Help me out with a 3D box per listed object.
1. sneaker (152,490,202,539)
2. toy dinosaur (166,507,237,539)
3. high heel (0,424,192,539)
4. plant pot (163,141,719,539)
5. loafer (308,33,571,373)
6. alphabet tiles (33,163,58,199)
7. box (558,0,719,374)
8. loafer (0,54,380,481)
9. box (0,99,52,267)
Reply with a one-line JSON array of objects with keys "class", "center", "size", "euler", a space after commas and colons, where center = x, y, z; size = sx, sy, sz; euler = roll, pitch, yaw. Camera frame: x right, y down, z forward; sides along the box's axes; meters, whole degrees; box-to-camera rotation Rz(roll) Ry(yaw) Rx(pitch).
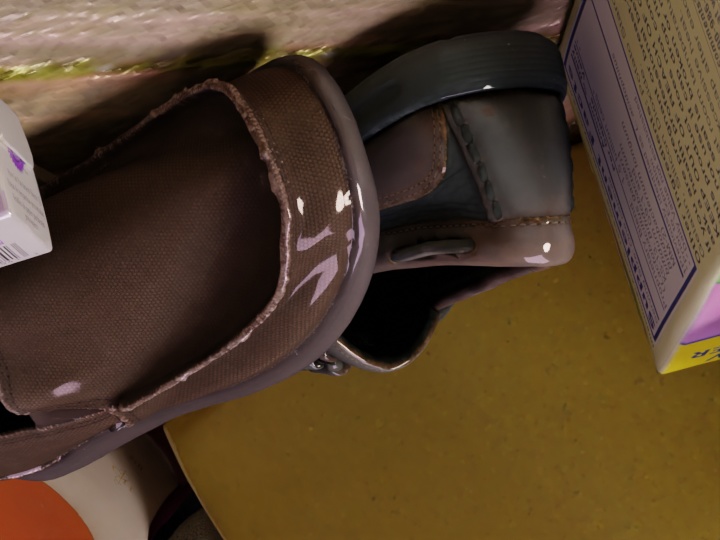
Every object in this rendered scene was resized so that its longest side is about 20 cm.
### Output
[{"class": "sneaker", "center": [-0.108, 0.113, 1.034], "size": [0.200, 0.066, 0.091], "euler": [-22, -162, 27]}, {"class": "toy dinosaur", "center": [-0.045, 0.119, 0.918], "size": [0.077, 0.102, 0.200], "euler": [-12, -179, 19]}, {"class": "high heel", "center": [-0.110, 0.092, 0.905], "size": [0.096, 0.067, 0.200], "euler": [-39, 175, 37]}, {"class": "plant pot", "center": [0.098, 0.060, 0.881], "size": [0.194, 0.196, 0.200], "euler": [1, 139, -50]}, {"class": "loafer", "center": [0.000, 0.000, 0.757], "size": [0.072, 0.063, 0.200], "euler": [-8, 163, -25]}, {"class": "alphabet tiles", "center": [-0.167, 0.013, 0.766], "size": [0.200, 0.006, 0.166], "euler": [-19, 165, 11]}, {"class": "box", "center": [0.154, -0.063, 0.656], "size": [0.176, 0.097, 0.200], "euler": [-15, 166, -7]}, {"class": "loafer", "center": [-0.069, 0.012, 0.706], "size": [0.071, 0.073, 0.200], "euler": [-10, 159, -43]}, {"class": "box", "center": [-0.176, 0.003, 0.653], "size": [0.200, 0.039, 0.041], "euler": [-18, 164, 5]}]
